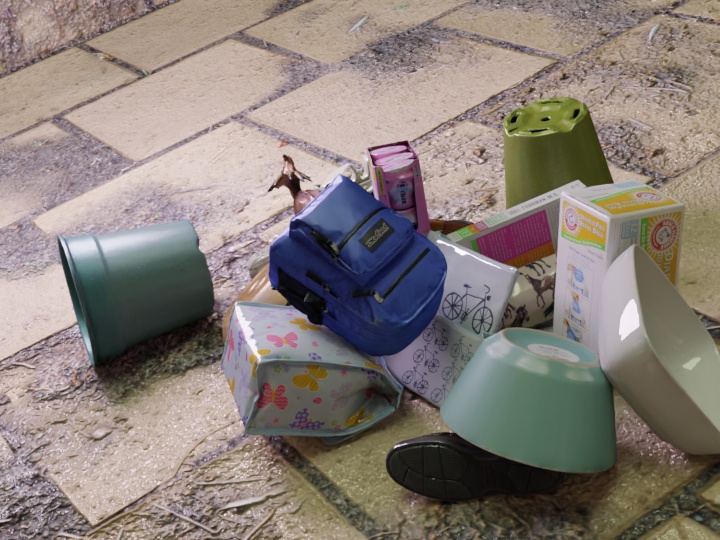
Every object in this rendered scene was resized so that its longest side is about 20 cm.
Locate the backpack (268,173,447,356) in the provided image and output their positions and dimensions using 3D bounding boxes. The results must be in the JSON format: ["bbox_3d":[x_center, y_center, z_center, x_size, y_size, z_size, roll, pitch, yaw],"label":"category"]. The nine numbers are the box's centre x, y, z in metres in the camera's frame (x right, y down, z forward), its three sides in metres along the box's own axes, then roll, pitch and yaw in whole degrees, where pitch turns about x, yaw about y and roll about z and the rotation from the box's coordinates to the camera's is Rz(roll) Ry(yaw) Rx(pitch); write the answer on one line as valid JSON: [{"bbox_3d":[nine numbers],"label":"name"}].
[{"bbox_3d":[0.003,0.000,1.468,0.200,0.168,0.163,39,69,13],"label":"backpack"}]

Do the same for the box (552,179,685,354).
[{"bbox_3d":[0.305,0.006,1.436,0.112,0.202,0.101,-11,25,-23],"label":"box"}]

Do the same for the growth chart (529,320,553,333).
[{"bbox_3d":[0.203,0.099,1.537,0.198,0.018,0.145,-9,29,13],"label":"growth chart"}]

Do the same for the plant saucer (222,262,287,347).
[{"bbox_3d":[-0.134,0.031,1.706,0.200,0.035,0.200,-44,11,11],"label":"plant saucer"}]

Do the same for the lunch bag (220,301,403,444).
[{"bbox_3d":[-0.060,0.129,1.511,0.198,0.128,0.170,3,23,-21],"label":"lunch bag"}]

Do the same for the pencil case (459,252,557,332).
[{"bbox_3d":[0.224,0.026,1.560,0.198,0.078,0.090,-22,39,-13],"label":"pencil case"}]

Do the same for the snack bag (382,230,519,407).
[{"bbox_3d":[0.106,0.062,1.518,0.188,0.021,0.202,28,96,52],"label":"snack bag"}]

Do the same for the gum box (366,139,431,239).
[{"bbox_3d":[0.052,-0.106,1.666,0.065,0.115,0.200,-10,14,0],"label":"gum box"}]

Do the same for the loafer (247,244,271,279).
[{"bbox_3d":[-0.075,-0.029,1.836,0.199,0.070,0.070,-26,15,1],"label":"loafer"}]

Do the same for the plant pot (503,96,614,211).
[{"bbox_3d":[0.279,-0.138,1.731,0.198,0.191,0.201,-13,29,8],"label":"plant pot"}]

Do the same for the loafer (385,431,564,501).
[{"bbox_3d":[0.129,0.214,1.342,0.198,0.073,0.063,-1,14,14],"label":"loafer"}]

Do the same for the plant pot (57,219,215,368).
[{"bbox_3d":[-0.329,0.020,1.790,0.194,0.202,0.200,-17,28,-16],"label":"plant pot"}]

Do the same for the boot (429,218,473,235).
[{"bbox_3d":[0.069,-0.032,1.727,0.186,0.069,0.200,7,12,16],"label":"boot"}]

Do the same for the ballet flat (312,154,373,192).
[{"bbox_3d":[0.002,-0.157,2.037,0.199,0.070,0.069,-29,31,-22],"label":"ballet flat"}]

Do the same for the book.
[{"bbox_3d":[0.222,-0.024,1.619,0.198,0.135,0.048,-22,31,-10],"label":"book"}]

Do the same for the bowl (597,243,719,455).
[{"bbox_3d":[0.326,0.095,1.319,0.074,0.200,0.200,-32,26,27],"label":"bowl"}]

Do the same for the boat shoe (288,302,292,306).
[{"bbox_3d":[-0.063,0.045,1.670,0.072,0.066,0.200,-55,10,-7],"label":"boat shoe"}]

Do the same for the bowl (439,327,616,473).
[{"bbox_3d":[0.193,0.130,1.309,0.199,0.106,0.201,12,12,-3],"label":"bowl"}]

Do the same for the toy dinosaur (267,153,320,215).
[{"bbox_3d":[-0.078,-0.104,1.912,0.086,0.137,0.199,-33,33,-27],"label":"toy dinosaur"}]
